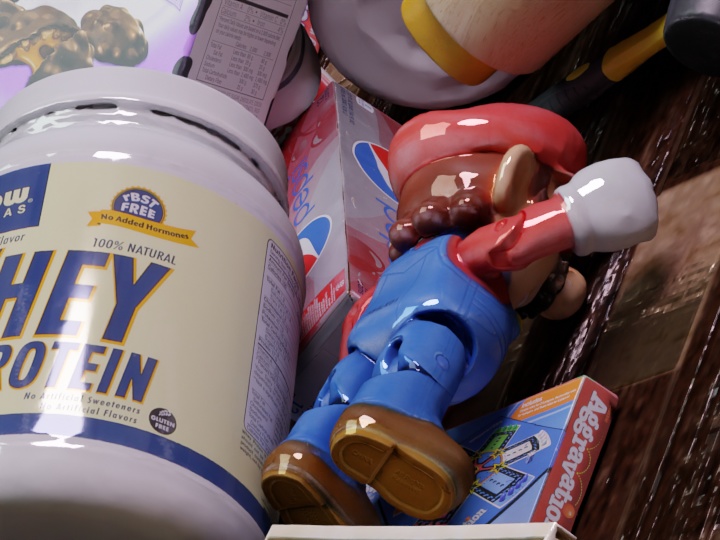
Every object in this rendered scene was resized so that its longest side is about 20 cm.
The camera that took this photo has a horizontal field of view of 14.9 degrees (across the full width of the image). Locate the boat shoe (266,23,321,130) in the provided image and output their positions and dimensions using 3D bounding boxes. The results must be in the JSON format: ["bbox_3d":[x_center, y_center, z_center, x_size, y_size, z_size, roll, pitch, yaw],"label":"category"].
[{"bbox_3d":[-0.080,-0.136,1.295,0.073,0.065,0.200,-30,41,-7],"label":"boat shoe"}]

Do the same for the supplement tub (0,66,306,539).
[{"bbox_3d":[-0.096,0.038,1.028,0.145,0.145,0.200,-39,34,42],"label":"supplement tub"}]

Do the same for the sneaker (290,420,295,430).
[{"bbox_3d":[-0.092,0.129,1.190,0.200,0.066,0.091,-52,16,7],"label":"sneaker"}]

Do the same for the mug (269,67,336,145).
[{"bbox_3d":[-0.096,-0.022,1.362,0.200,0.133,0.178,-48,13,12],"label":"mug"}]

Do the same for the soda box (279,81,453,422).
[{"bbox_3d":[0.000,0.000,1.167,0.063,0.070,0.200,-49,20,22],"label":"soda box"}]

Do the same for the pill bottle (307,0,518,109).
[{"bbox_3d":[0.036,-0.172,1.299,0.111,0.111,0.200,-46,22,30],"label":"pill bottle"}]

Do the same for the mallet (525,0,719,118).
[{"bbox_3d":[0.110,-0.093,1.108,0.066,0.041,0.200,-63,15,-20],"label":"mallet"}]

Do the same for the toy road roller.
[{"bbox_3d":[0.069,-0.185,1.133,0.123,0.146,0.200,-42,5,37],"label":"toy road roller"}]

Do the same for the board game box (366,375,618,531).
[{"bbox_3d":[0.018,0.107,1.026,0.200,0.019,0.103,-27,36,56],"label":"board game box"}]

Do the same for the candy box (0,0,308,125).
[{"bbox_3d":[-0.110,-0.128,1.231,0.168,0.071,0.200,21,95,36],"label":"candy box"}]

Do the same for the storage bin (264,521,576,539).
[{"bbox_3d":[0.003,0.184,0.819,0.199,0.094,0.200,-62,19,-17],"label":"storage bin"}]

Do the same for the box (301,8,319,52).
[{"bbox_3d":[-0.088,-0.126,1.549,0.095,0.103,0.200,-40,24,41],"label":"box"}]

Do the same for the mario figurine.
[{"bbox_3d":[0.046,0.022,1.010,0.123,0.106,0.200,6,46,25],"label":"mario figurine"}]
